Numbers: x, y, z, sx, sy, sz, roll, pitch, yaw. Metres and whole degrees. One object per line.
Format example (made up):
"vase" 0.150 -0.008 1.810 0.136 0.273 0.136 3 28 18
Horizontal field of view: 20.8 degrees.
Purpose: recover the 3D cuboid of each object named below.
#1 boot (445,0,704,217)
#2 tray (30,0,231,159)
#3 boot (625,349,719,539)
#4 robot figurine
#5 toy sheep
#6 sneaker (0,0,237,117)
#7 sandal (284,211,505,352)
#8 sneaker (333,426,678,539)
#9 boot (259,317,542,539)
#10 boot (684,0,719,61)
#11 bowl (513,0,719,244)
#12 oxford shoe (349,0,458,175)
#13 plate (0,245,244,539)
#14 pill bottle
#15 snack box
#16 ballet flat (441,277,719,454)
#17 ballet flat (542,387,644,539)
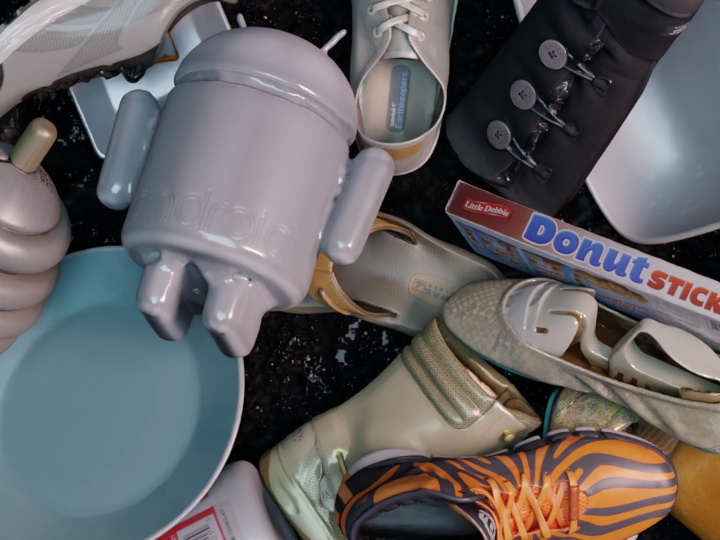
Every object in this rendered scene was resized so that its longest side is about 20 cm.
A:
"boot" 0.102 -0.146 1.138 0.065 0.200 0.165 -24 67 -34
"tray" -0.150 -0.180 1.202 0.107 0.022 0.201 -23 92 2
"boot" 0.258 0.077 1.181 0.144 0.071 0.201 44 105 6
"robot figurine" -0.067 -0.054 1.131 0.168 0.113 0.202 14 74 7
"toy sheep" -0.239 -0.014 1.152 0.138 0.138 0.200 43 119 -1
"sneaker" -0.160 -0.136 1.159 0.200 0.074 0.080 -37 97 2
"sandal" 0.000 0.000 1.192 0.198 0.054 0.081 17 93 0
"sneaker" 0.085 0.140 1.091 0.198 0.112 0.078 -7 99 -1
"boot" 0.055 0.146 1.183 0.155 0.073 0.200 -40 86 11
"boot" 0.267 -0.111 1.175 0.074 0.075 0.200 -41 91 4
"bowl" 0.197 -0.130 1.137 0.074 0.199 0.201 -23 90 -40
"oxford shoe" 0.025 -0.159 1.184 0.074 0.058 0.202 2 91 3
"plate" -0.159 0.082 1.181 0.198 0.026 0.202 -7 67 15
"pill bottle" -0.131 0.206 1.175 0.199 0.112 0.113 -27 92 2
"snack box" 0.146 0.003 1.144 0.199 0.072 0.024 23 80 24
"ballet flat" 0.144 0.040 1.143 0.199 0.063 0.068 23 50 10
"ballet flat" 0.133 0.168 1.180 0.070 0.071 0.202 8 99 0
